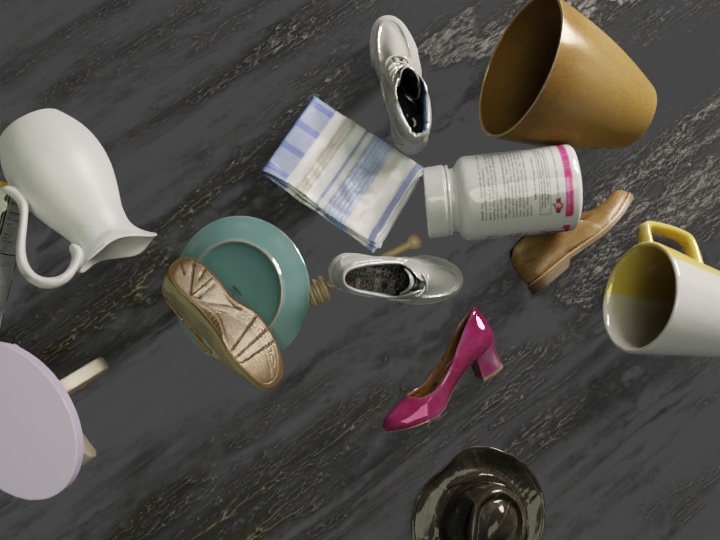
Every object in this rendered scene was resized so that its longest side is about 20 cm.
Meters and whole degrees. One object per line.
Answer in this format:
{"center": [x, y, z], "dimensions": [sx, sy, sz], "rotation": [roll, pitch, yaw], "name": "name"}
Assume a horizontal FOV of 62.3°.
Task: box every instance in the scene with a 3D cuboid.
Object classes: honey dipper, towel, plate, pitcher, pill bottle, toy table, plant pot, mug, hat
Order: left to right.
{"center": [-0.413, 0.179, 0.750], "dimensions": [0.181, 0.117, 0.203], "rotation": [-25, 88, -5], "name": "toy table"}
{"center": [-0.381, -0.089, 0.749], "dimensions": [0.202, 0.121, 0.171], "rotation": [57, 42, -4], "name": "pitcher"}
{"center": [-0.165, 0.028, 0.802], "dimensions": [0.196, 0.026, 0.204], "rotation": [0, 91, 8], "name": "plate"}
{"center": [-0.021, -0.138, 0.830], "dimensions": [0.198, 0.024, 0.148], "rotation": [34, 75, 1], "name": "towel"}
{"center": [0.000, 0.000, 0.833], "dimensions": [0.197, 0.038, 0.038], "rotation": [-26, 89, -7], "name": "honey dipper"}
{"center": [0.170, 0.347, 0.804], "dimensions": [0.196, 0.081, 0.205], "rotation": [0, 88, -5], "name": "hat"}
{"center": [0.185, -0.101, 0.803], "dimensions": [0.196, 0.113, 0.116], "rotation": [-5, 87, 7], "name": "pill bottle"}
{"center": [0.293, -0.242, 0.810], "dimensions": [0.197, 0.186, 0.190], "rotation": [15, 86, -17], "name": "plant pot"}
{"center": [0.446, 0.033, 0.816], "dimensions": [0.150, 0.149, 0.190], "rotation": [12, 93, -11], "name": "mug"}

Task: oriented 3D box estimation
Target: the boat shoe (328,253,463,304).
{"center": [0.057, 0.011, 0.802], "dimensions": [0.197, 0.068, 0.073], "rotation": [12, 98, -20], "name": "boat shoe"}

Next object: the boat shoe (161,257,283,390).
{"center": [-0.179, 0.076, 0.765], "dimensions": [0.200, 0.065, 0.072], "rotation": [47, 43, 0], "name": "boat shoe"}

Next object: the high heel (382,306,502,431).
{"center": [0.102, 0.135, 0.813], "dimensions": [0.198, 0.067, 0.097], "rotation": [-28, 99, -10], "name": "high heel"}

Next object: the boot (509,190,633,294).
{"center": [0.298, -0.059, 0.846], "dimensions": [0.199, 0.074, 0.076], "rotation": [-39, 80, -3], "name": "boot"}

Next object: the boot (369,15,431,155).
{"center": [0.061, -0.268, 0.821], "dimensions": [0.072, 0.096, 0.204], "rotation": [-14, 88, -5], "name": "boot"}

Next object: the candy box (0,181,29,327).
{"center": [-0.530, -0.026, 0.780], "dimensions": [0.134, 0.061, 0.204], "rotation": [11, 86, -3], "name": "candy box"}
